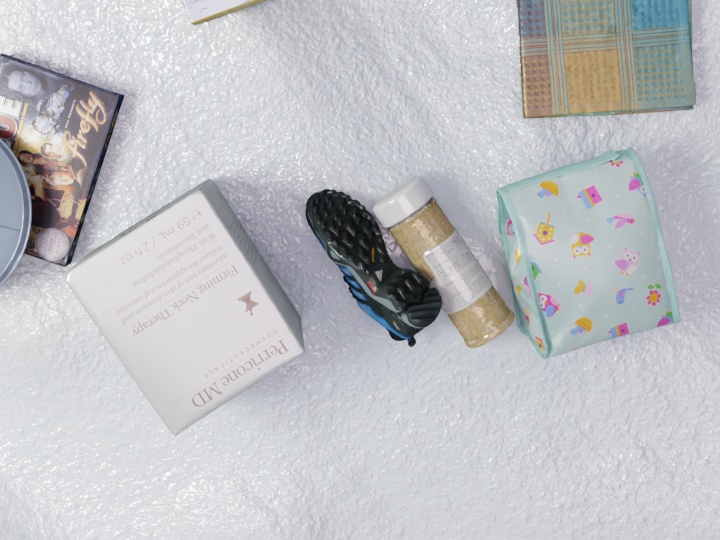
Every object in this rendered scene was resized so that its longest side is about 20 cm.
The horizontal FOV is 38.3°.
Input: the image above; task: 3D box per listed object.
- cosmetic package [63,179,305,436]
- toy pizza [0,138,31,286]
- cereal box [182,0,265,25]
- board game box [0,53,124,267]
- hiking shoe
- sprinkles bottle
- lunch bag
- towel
[{"bbox_3d":[-0.180,0.032,1.112,0.167,0.166,0.200,-32,100,0],"label":"cosmetic package"},{"bbox_3d":[-0.437,-0.061,1.109,0.200,0.032,0.201,0,90,13],"label":"toy pizza"},{"bbox_3d":[-0.150,-0.383,1.120,0.144,0.040,0.200,-19,99,-1],"label":"cereal box"},{"bbox_3d":[-0.357,-0.120,1.143,0.135,0.035,0.200,18,96,-6],"label":"board game box"},{"bbox_3d":[0.000,0.000,1.168,0.074,0.087,0.200,-32,77,-34],"label":"hiking shoe"},{"bbox_3d":[0.095,-0.009,1.178,0.068,0.068,0.200,-35,99,1],"label":"sprinkles bottle"},{"bbox_3d":[0.248,-0.024,1.163,0.170,0.122,0.201,-16,105,-1],"label":"lunch bag"},{"bbox_3d":[0.280,-0.250,1.184,0.199,0.022,0.147,-4,97,-2],"label":"towel"}]
